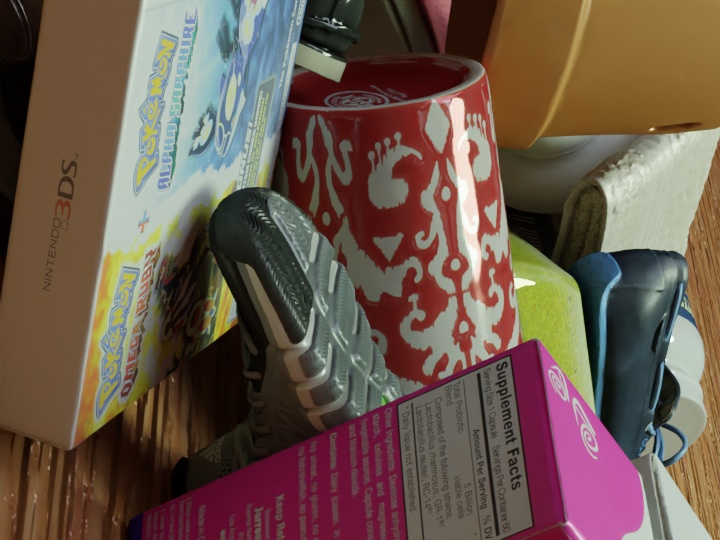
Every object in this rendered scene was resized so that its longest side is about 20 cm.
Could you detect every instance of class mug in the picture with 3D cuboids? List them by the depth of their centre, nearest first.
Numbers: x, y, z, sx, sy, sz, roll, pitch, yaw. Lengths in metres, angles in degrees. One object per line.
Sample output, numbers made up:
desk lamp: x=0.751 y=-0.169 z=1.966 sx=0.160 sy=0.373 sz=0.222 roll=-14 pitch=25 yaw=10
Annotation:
mug: x=-0.004 y=0.004 z=0.974 sx=0.133 sy=0.176 sz=0.202 roll=-32 pitch=122 yaw=-51

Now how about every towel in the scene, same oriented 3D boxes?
towel: x=0.150 y=-0.004 z=1.169 sx=0.132 sy=0.034 sz=0.201 roll=-38 pitch=149 yaw=-40

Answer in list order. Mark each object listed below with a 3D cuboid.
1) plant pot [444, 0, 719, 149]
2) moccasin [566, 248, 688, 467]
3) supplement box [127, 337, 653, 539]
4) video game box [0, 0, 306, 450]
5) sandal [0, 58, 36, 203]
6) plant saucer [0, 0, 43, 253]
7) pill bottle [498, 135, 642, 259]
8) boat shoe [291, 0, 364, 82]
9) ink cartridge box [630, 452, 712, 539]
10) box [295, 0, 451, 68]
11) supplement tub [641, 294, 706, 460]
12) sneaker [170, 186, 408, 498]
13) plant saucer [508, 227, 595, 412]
plant pot: x=0.128 y=-0.151 z=1.029 sx=0.200 sy=0.139 sz=0.202 roll=-170 pitch=-90 yaw=-84
moccasin: x=0.148 y=0.073 z=1.111 sx=0.201 sy=0.068 sz=0.081 roll=93 pitch=-22 yaw=-47
supplement box: x=0.012 y=0.128 z=0.813 sx=0.101 sy=0.199 sz=0.104 roll=51 pitch=24 yaw=-37
video game box: x=-0.080 y=-0.051 z=0.823 sx=0.182 sy=0.047 sz=0.201 roll=-36 pitch=140 yaw=-63
sandal: x=-0.107 y=-0.075 z=0.876 sx=0.076 sy=0.043 sz=0.200 roll=62 pitch=19 yaw=-13
plant saucer: x=-0.168 y=-0.105 z=0.867 sx=0.201 sy=0.034 sz=0.201 roll=54 pitch=21 yaw=-32
pill bottle: x=0.117 y=-0.069 z=1.204 sx=0.200 sy=0.110 sz=0.112 roll=64 pitch=10 yaw=-63
boat shoe: x=-0.076 y=-0.151 z=0.963 sx=0.201 sy=0.064 sz=0.073 roll=26 pitch=7 yaw=35
ink cartridge box: x=0.082 y=0.190 z=0.928 sx=0.146 sy=0.199 sz=0.084 roll=53 pitch=22 yaw=-34
box: x=-0.010 y=-0.139 z=1.184 sx=0.110 sy=0.127 sz=0.200 roll=66 pitch=19 yaw=-5
supplement tub: x=0.155 y=0.030 z=1.403 sx=0.145 sy=0.144 sz=0.201 roll=40 pitch=31 yaw=-52
sneaker: x=-0.044 y=0.062 z=0.868 sx=0.201 sy=0.115 sz=0.075 roll=60 pitch=23 yaw=-30
plant saucer: x=0.082 y=0.057 z=1.113 sx=0.200 sy=0.048 sz=0.201 roll=-135 pitch=-147 yaw=-66
